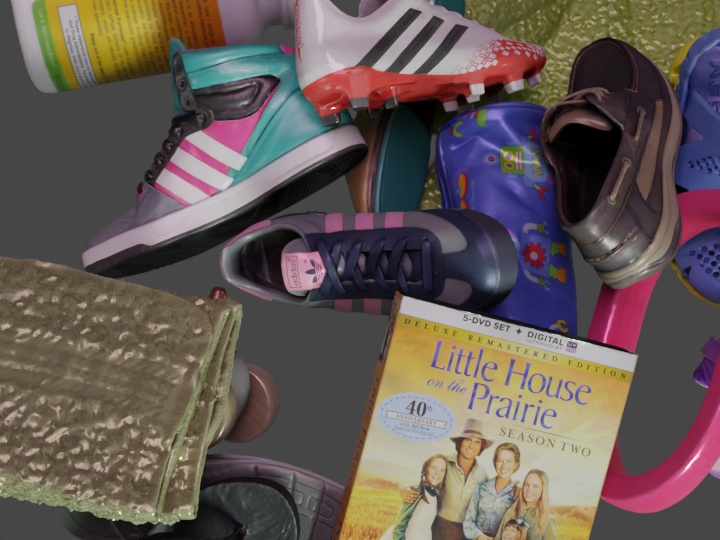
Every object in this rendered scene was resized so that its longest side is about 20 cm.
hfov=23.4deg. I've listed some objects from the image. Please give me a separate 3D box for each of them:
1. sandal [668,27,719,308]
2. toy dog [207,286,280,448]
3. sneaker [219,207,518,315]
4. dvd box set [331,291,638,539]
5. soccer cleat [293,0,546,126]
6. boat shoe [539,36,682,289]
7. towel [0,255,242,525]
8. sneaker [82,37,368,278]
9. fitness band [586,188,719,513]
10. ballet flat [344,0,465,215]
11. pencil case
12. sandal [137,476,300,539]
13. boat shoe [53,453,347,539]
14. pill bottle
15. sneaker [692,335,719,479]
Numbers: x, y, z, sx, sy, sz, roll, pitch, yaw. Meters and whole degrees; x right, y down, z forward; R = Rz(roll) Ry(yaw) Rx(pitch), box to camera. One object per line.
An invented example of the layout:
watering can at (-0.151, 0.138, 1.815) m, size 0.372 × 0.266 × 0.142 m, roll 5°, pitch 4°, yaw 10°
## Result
sandal at (0.231, -0.074, 1.108) m, size 0.079 × 0.087 × 0.201 m, roll -2°, pitch 70°, yaw -1°
toy dog at (-0.147, 0.058, 1.061) m, size 0.199 × 0.132 × 0.097 m, roll 0°, pitch 89°, yaw -7°
sneaker at (0.000, 0.000, 1.043) m, size 0.199 × 0.082 × 0.071 m, roll -1°, pitch 98°, yaw 44°
dvd box set at (0.065, 0.126, 1.002) m, size 0.145 × 0.029 × 0.201 m, roll 15°, pitch 94°, yaw -8°
soccer cleat at (0.040, -0.142, 1.089) m, size 0.199 × 0.068 × 0.086 m, roll -11°, pitch 84°, yaw -39°
boat shoe at (0.154, -0.083, 1.081) m, size 0.074 × 0.073 × 0.201 m, roll -33°, pitch 38°, yaw 28°
towel at (-0.174, 0.065, 0.983) m, size 0.199 × 0.037 × 0.149 m, roll 10°, pitch 59°, yaw 7°
sneaker at (-0.106, -0.083, 1.105) m, size 0.199 × 0.084 × 0.121 m, roll -27°, pitch 79°, yaw 11°
fitness band at (0.187, 0.046, 1.033) m, size 0.037 × 0.143 × 0.201 m, roll 25°, pitch 75°, yaw -30°
ballet flat at (0.019, -0.106, 1.154) m, size 0.063 × 0.069 × 0.201 m, roll 1°, pitch 62°, yaw 34°
pencil case at (0.089, -0.009, 1.090) m, size 0.086 × 0.078 × 0.201 m, roll 11°, pitch 63°, yaw -29°
sandal at (-0.119, 0.187, 0.999) m, size 0.200 × 0.048 × 0.076 m, roll -31°, pitch 97°, yaw 15°
boat shoe at (-0.081, 0.143, 1.045) m, size 0.201 × 0.065 × 0.075 m, roll 7°, pitch 96°, yaw 7°
pill bottle at (-0.127, -0.188, 1.159) m, size 0.199 × 0.111 × 0.112 m, roll -10°, pitch 67°, yaw -1°
sneaker at (0.246, 0.045, 1.044) m, size 0.088 × 0.080 × 0.202 m, roll 6°, pitch 91°, yaw 20°
